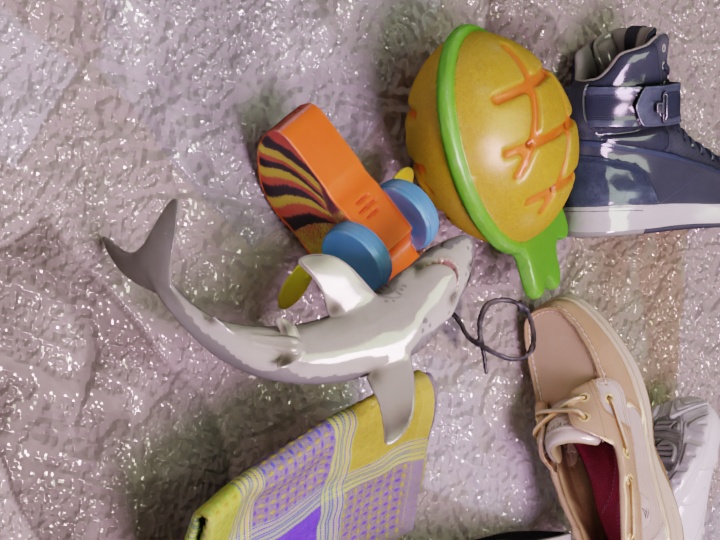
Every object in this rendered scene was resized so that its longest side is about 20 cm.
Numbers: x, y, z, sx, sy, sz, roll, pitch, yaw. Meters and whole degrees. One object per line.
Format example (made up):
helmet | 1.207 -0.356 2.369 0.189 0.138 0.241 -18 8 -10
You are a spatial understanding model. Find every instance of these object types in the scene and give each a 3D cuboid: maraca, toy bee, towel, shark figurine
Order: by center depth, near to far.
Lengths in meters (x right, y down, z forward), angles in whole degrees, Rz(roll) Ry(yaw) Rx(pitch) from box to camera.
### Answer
shark figurine | -0.044 0.037 1.279 0.213 0.089 0.129 5 79 -14
towel | -0.030 0.148 1.308 0.200 0.023 0.144 -27 141 -39
toy bee | 0.000 0.000 1.363 0.130 0.109 0.201 -17 72 -33
maraca | 0.094 -0.071 1.436 0.200 0.106 0.138 57 37 -41

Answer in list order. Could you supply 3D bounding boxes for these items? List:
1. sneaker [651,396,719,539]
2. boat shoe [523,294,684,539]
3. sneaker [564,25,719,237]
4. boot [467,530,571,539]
sneaker | 0.210 0.188 1.540 0.099 0.078 0.201 35 73 -41
boat shoe | 0.152 0.110 1.461 0.069 0.074 0.201 -5 68 -47
sneaker | 0.224 -0.101 1.567 0.202 0.077 0.147 -4 91 -40
boot | 0.071 0.245 1.402 0.199 0.072 0.145 2 87 -49
